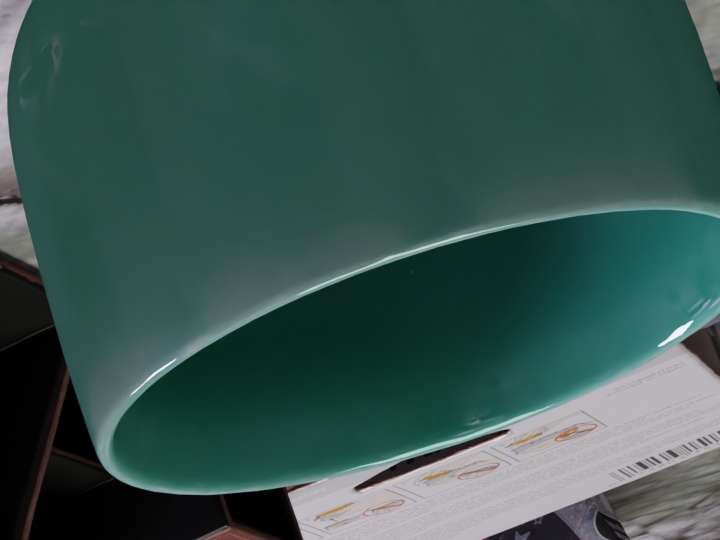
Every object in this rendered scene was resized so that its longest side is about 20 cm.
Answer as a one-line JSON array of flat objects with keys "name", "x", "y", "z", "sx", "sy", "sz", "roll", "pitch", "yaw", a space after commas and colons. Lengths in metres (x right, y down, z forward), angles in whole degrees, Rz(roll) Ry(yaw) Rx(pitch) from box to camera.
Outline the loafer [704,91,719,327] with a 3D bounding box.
[{"name": "loafer", "x": 0.135, "y": -0.026, "z": 0.867, "sx": 0.199, "sy": 0.072, "sz": 0.063, "roll": -14, "pitch": 157, "yaw": -1}]

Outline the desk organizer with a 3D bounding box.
[{"name": "desk organizer", "x": -0.093, "y": 0.059, "z": 0.895, "sx": 0.077, "sy": 0.072, "sz": 0.200, "roll": -25, "pitch": 161, "yaw": 14}]

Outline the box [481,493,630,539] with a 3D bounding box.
[{"name": "box", "x": 0.069, "y": 0.166, "z": 1.240, "sx": 0.132, "sy": 0.115, "sz": 0.200, "roll": -33, "pitch": 162, "yaw": 0}]

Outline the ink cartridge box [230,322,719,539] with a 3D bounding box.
[{"name": "ink cartridge box", "x": 0.036, "y": 0.059, "z": 1.056, "sx": 0.199, "sy": 0.044, "sz": 0.174, "roll": -22, "pitch": 161, "yaw": 13}]

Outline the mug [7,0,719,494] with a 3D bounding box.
[{"name": "mug", "x": -0.004, "y": -0.026, "z": 0.661, "sx": 0.151, "sy": 0.115, "sz": 0.185, "roll": -11, "pitch": 161, "yaw": -20}]
